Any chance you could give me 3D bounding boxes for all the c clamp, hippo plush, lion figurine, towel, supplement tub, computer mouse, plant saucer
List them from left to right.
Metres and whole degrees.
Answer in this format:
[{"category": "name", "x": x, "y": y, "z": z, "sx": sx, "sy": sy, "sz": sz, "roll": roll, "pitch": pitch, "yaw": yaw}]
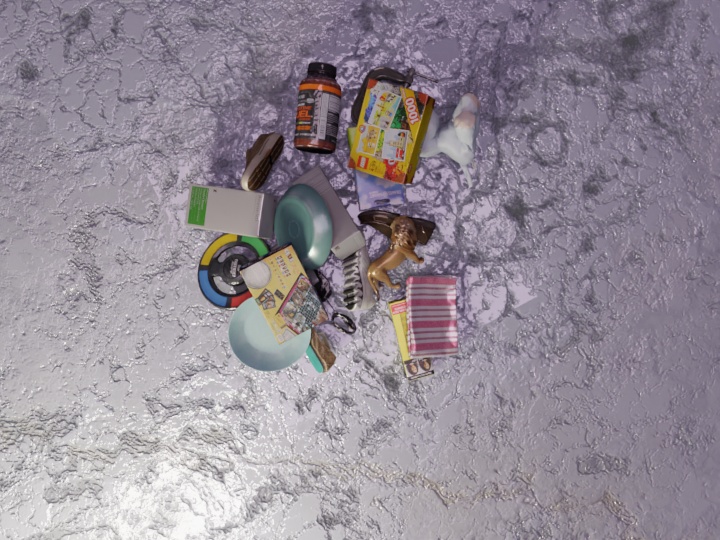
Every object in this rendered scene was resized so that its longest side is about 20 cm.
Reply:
[{"category": "plant saucer", "x": -0.219, "y": 0.145, "z": 1.370, "sx": 0.197, "sy": 0.039, "sz": 0.205, "roll": -3, "pitch": 108, "yaw": -10}, {"category": "plant saucer", "x": -0.144, "y": -0.098, "z": 1.322, "sx": 0.036, "sy": 0.198, "sz": 0.204, "roll": -14, "pitch": 95, "yaw": -44}, {"category": "supplement tub", "x": -0.101, "y": -0.390, "z": 1.369, "sx": 0.105, "sy": 0.107, "sz": 0.204, "roll": 6, "pitch": 93, "yaw": -2}, {"category": "computer mouse", "x": -0.078, "y": 0.078, "z": 1.424, "sx": 0.058, "sy": 0.034, "sz": 0.201, "roll": -36, "pitch": 85, "yaw": 0}, {"category": "c clamp", "x": 0.073, "y": -0.421, "z": 1.385, "sx": 0.169, "sy": 0.027, "sz": 0.202, "roll": 27, "pitch": 78, "yaw": 10}, {"category": "lion figurine", "x": 0.073, "y": -0.027, "z": 1.357, "sx": 0.201, "sy": 0.072, "sz": 0.122, "roll": -52, "pitch": 131, "yaw": -1}, {"category": "towel", "x": 0.181, "y": 0.114, "z": 1.411, "sx": 0.144, "sy": 0.030, "sz": 0.204, "roll": -1, "pitch": 88, "yaw": -26}, {"category": "hippo plush", "x": 0.205, "y": -0.336, "z": 1.385, "sx": 0.158, "sy": 0.161, "sz": 0.202, "roll": 6, "pitch": 136, "yaw": 15}]

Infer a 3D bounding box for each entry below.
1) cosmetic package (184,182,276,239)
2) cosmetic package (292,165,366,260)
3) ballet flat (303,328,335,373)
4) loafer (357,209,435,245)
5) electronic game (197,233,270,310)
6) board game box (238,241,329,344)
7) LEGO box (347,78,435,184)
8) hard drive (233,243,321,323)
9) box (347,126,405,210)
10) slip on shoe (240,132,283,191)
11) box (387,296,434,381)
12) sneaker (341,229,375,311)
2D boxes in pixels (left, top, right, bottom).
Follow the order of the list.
[{"category": "cosmetic package", "x": -0.310, "y": -0.142, "z": 1.366, "sx": 0.196, "sy": 0.085, "sz": 0.110, "roll": 8, "pitch": 92, "yaw": 15}, {"category": "cosmetic package", "x": -0.073, "y": -0.135, "z": 1.356, "sx": 0.090, "sy": 0.107, "sz": 0.201, "roll": -34, "pitch": 75, "yaw": 1}, {"category": "ballet flat", "x": -0.127, "y": 0.161, "z": 1.426, "sx": 0.065, "sy": 0.070, "sz": 0.202, "roll": -29, "pitch": 89, "yaw": -39}, {"category": "loafer", "x": 0.087, "y": -0.104, "z": 1.407, "sx": 0.196, "sy": 0.073, "sz": 0.072, "roll": 11, "pitch": 92, "yaw": -2}, {"category": "electronic game", "x": -0.306, "y": -0.002, "z": 1.387, "sx": 0.196, "sy": 0.042, "sz": 0.204, "roll": -4, "pitch": 72, "yaw": 11}, {"category": "board game box", "x": -0.174, "y": 0.053, "z": 1.311, "sx": 0.134, "sy": 0.035, "sz": 0.202, "roll": -25, "pitch": 109, "yaw": -1}, {"category": "LEGO box", "x": 0.070, "y": -0.317, "z": 1.308, "sx": 0.147, "sy": 0.077, "sz": 0.203, "roll": 19, "pitch": 104, "yaw": 17}, {"category": "hard drive", "x": -0.215, "y": 0.021, "z": 1.406, "sx": 0.198, "sy": 0.033, "sz": 0.141, "roll": -31, "pitch": 75, "yaw": 1}, {"category": "box", "x": 0.039, "y": -0.257, "z": 1.409, "sx": 0.120, "sy": 0.048, "sz": 0.204, "roll": -9, "pitch": 93, "yaw": -1}, {"category": "slip on shoe", "x": -0.245, "y": -0.263, "z": 1.348, "sx": 0.060, "sy": 0.077, "sz": 0.202, "roll": 15, "pitch": 51, "yaw": 9}, {"category": "box", "x": 0.128, "y": 0.169, "z": 1.437, "sx": 0.074, "sy": 0.050, "sz": 0.204, "roll": -14, "pitch": 94, "yaw": -1}, {"category": "sneaker", "x": 0.000, "y": 0.000, "z": 1.421, "sx": 0.080, "sy": 0.075, "sz": 0.204, "roll": 4, "pitch": 84, "yaw": -33}]
